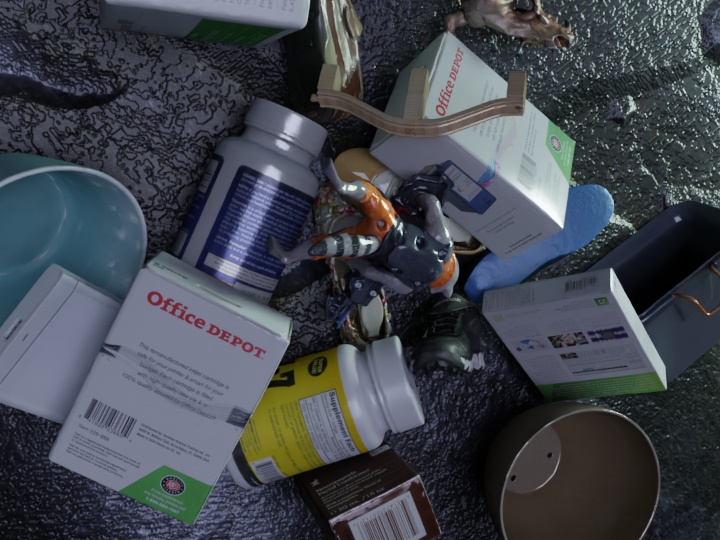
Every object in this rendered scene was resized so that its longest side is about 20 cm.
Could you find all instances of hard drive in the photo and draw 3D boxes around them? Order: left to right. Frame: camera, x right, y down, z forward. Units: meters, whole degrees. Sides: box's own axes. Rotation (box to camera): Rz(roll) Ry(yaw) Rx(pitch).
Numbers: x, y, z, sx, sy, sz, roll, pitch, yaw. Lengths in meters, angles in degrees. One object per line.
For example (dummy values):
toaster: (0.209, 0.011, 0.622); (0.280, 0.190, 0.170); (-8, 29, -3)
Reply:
hard drive: (-0.259, 0.088, 0.848); (0.132, 0.027, 0.200); (-52, 144, -2)

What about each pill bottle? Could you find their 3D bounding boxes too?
pill bottle: (-0.109, -0.064, 0.886); (0.111, 0.111, 0.200); (24, 91, -20)
pill bottle: (-0.042, 0.143, 0.911); (0.200, 0.114, 0.114); (-18, 105, 5)

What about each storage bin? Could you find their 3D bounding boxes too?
storage bin: (0.380, 0.036, 1.054); (0.200, 0.146, 0.134); (-38, 118, -9)

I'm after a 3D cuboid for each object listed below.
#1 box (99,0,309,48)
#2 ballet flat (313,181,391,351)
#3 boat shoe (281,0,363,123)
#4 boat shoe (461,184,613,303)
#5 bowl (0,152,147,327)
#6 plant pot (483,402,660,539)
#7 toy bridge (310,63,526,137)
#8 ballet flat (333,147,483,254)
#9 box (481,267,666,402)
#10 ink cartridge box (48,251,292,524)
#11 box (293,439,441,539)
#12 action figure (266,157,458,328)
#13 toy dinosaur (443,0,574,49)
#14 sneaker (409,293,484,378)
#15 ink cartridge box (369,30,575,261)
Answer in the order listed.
box: (-0.141, -0.314, 0.788); (0.171, 0.199, 0.200); (4, 98, -18)
ballet flat: (0.000, 0.000, 0.957); (0.076, 0.064, 0.200); (-18, 103, -15)
boat shoe: (-0.038, -0.249, 0.907); (0.074, 0.076, 0.200); (-7, 93, -45)
boat shoe: (0.194, -0.038, 1.014); (0.200, 0.069, 0.084); (-29, 93, -6)
bowl: (-0.309, -0.027, 0.808); (0.201, 0.105, 0.201); (-27, 137, -29)
plant pot: (0.224, 0.237, 1.029); (0.200, 0.134, 0.201); (-3, 100, -17)
toy bridge: (0.051, -0.155, 0.816); (0.200, 0.027, 0.067); (4, 60, 11)
ballet flat: (0.059, -0.072, 0.942); (0.200, 0.063, 0.069); (25, 94, -33)
box: (0.240, 0.079, 0.980); (0.200, 0.144, 0.036); (51, 40, -39)
ink cartridge box: (-0.168, 0.105, 0.807); (0.146, 0.084, 0.200); (28, 100, -7)
box: (-0.004, 0.227, 0.919); (0.100, 0.200, 0.075); (-24, 103, -14)
action figure: (0.011, -0.007, 0.854); (0.193, 0.105, 0.200); (16, 117, -30)
toy dinosaur: (0.137, -0.311, 0.946); (0.135, 0.086, 0.200); (-20, 92, -21)
sneaker: (0.093, 0.069, 0.949); (0.066, 0.200, 0.091); (-4, 84, 16)
ink cartridge box: (0.123, -0.131, 0.930); (0.200, 0.087, 0.145); (37, 47, -21)
